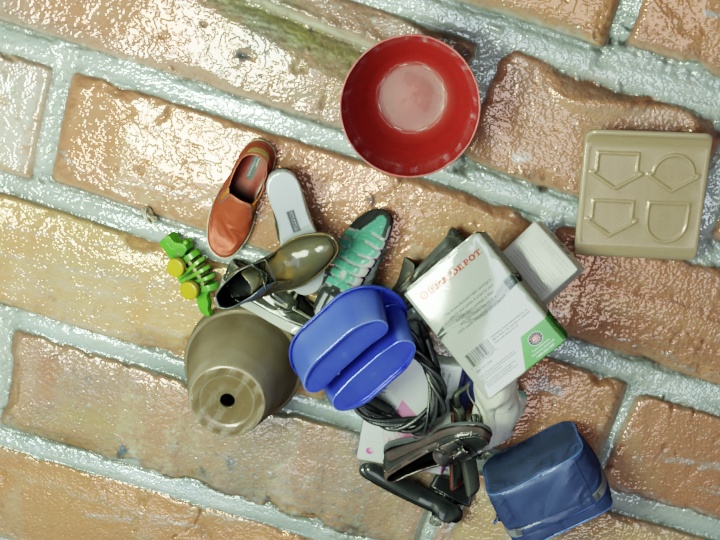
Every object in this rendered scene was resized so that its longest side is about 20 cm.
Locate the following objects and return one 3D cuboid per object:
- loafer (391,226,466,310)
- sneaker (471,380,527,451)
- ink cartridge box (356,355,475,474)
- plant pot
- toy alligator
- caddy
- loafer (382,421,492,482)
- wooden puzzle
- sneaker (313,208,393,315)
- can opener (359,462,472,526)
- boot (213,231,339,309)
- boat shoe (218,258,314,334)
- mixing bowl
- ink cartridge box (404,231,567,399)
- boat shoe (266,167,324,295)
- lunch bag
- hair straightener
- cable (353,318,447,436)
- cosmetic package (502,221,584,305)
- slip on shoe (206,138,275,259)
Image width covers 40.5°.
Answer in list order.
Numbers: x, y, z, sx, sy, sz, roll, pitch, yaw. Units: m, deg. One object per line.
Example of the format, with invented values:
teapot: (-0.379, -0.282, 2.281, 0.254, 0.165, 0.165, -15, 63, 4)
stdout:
loafer: (0.087, 0.009, 1.522, 0.199, 0.073, 0.072, -33, 93, 4)
sneaker: (0.230, 0.200, 1.552, 0.088, 0.075, 0.201, -12, 135, -20)
ink cartridge box: (0.105, 0.233, 1.601, 0.199, 0.043, 0.197, 10, 107, 2)
plant pot: (-0.192, 0.169, 1.532, 0.199, 0.174, 0.201, 1, 108, 3)
toy alligator: (-0.273, -0.023, 1.533, 0.054, 0.059, 0.201, -27, 96, 23)
caddy: (-0.014, 0.110, 1.456, 0.200, 0.105, 0.141, -42, 126, 14)
loafer: (0.119, 0.290, 1.530, 0.199, 0.063, 0.072, -21, 130, 34)
wooden puzzle: (0.421, -0.115, 1.469, 0.184, 0.046, 0.201, 3, 112, 4)
sneaker: (0.000, 0.000, 1.534, 0.074, 0.087, 0.201, 31, 91, 34)
can opener: (0.088, 0.370, 1.638, 0.199, 0.079, 0.063, 23, 152, -7)
boot: (-0.126, 0.008, 1.443, 0.199, 0.097, 0.075, -26, 98, 22)
boat shoe: (-0.125, 0.046, 1.541, 0.199, 0.071, 0.064, 25, 111, -2)
mixing bowl: (0.073, -0.243, 1.417, 0.199, 0.108, 0.201, 1, 107, 4)
ink cartridge box: (0.183, 0.061, 1.425, 0.146, 0.083, 0.200, -39, 85, 14)
boat shoe: (-0.102, -0.064, 1.508, 0.070, 0.066, 0.201, -16, 107, 3)
lunch bag: (0.297, 0.355, 1.574, 0.199, 0.136, 0.133, -29, 103, 12)
hair straightener: (0.180, 0.274, 1.569, 0.077, 0.041, 0.201, 15, 114, 41)
cable: (0.050, 0.177, 1.540, 0.162, 0.051, 0.201, -16, 103, 7)
cosmetic package: (0.234, 0.029, 1.496, 0.200, 0.074, 0.102, -44, 74, 17)
slip on shoe: (-0.188, -0.107, 1.504, 0.074, 0.061, 0.201, 25, 109, -6)
